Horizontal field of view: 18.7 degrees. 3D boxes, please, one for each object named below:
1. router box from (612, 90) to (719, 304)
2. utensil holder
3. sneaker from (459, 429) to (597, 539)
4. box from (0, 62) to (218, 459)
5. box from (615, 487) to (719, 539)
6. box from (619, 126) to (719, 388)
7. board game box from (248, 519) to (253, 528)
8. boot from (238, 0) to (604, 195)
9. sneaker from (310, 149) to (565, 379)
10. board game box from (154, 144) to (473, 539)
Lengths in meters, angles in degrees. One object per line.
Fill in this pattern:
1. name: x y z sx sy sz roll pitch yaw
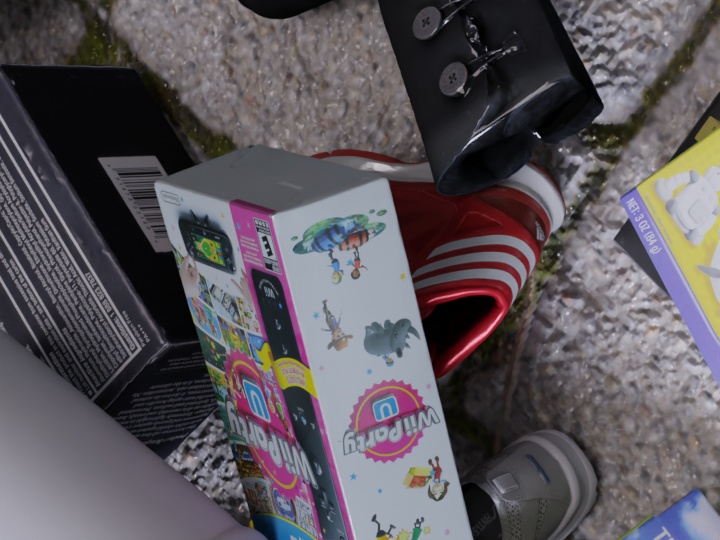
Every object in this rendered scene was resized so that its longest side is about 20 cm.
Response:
1. router box: 0.233 -0.008 0.995 0.200 0.052 0.157 48 120 25
2. utensil holder: -0.170 0.143 1.117 0.200 0.170 0.170 40 116 12
3. sneaker: 0.035 0.158 1.140 0.075 0.082 0.200 48 119 26
4. box: -0.177 0.017 1.271 0.198 0.123 0.200 -44 68 30
5. box: 0.114 0.209 1.035 0.122 0.200 0.048 53 164 12
6. box: 0.219 -0.034 0.941 0.200 0.048 0.117 -37 71 32
7. board game box: -0.058 0.250 1.255 0.095 0.030 0.200 25 105 35
8. boot: 0.022 -0.121 1.128 0.165 0.066 0.200 -41 60 31
9. sneaker: 0.000 0.000 1.128 0.200 0.116 0.078 -11 128 38
10. board game box: -0.023 0.048 1.070 0.148 0.064 0.200 19 127 63
